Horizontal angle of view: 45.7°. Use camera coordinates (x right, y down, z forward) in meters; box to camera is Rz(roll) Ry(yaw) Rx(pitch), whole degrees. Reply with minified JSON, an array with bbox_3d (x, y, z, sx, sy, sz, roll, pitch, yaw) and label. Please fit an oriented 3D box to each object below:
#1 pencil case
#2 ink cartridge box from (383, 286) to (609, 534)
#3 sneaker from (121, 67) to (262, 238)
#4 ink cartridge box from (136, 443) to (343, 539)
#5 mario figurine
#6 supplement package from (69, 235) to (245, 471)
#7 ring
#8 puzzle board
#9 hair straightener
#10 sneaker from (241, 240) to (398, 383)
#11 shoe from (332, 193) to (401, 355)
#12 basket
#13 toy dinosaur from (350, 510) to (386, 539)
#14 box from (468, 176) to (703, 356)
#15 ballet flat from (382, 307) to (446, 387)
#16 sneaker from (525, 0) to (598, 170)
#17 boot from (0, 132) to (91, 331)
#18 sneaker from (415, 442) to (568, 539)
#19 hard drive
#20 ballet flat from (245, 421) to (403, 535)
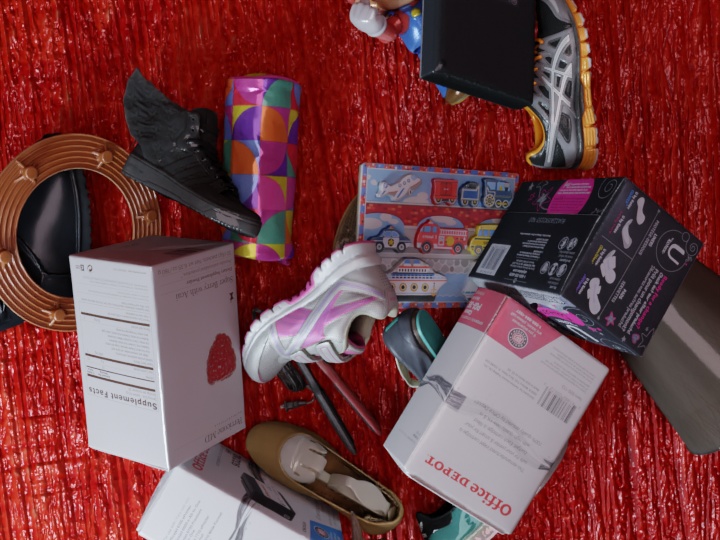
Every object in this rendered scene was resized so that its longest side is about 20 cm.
[{"bbox_3d":[-0.107,-0.106,0.911,0.087,0.088,0.204,3,97,-5],"label":"pencil case"},{"bbox_3d":[0.137,0.142,0.881,0.146,0.083,0.201,34,87,-16],"label":"ink cartridge box"},{"bbox_3d":[-0.168,-0.118,0.863,0.198,0.060,0.105,26,87,18],"label":"sneaker"},{"bbox_3d":[-0.122,0.266,0.909,0.198,0.145,0.084,31,92,-7],"label":"ink cartridge box"},{"bbox_3d":[0.062,-0.273,0.890,0.200,0.124,0.106,43,116,-12],"label":"mario figurine"},{"bbox_3d":[-0.201,0.076,0.866,0.118,0.121,0.203,6,106,32],"label":"supplement package"},{"bbox_3d":[-0.284,-0.037,0.868,0.199,0.019,0.204,-13,108,-44],"label":"ring"},{"bbox_3d":[0.086,-0.035,0.931,0.197,0.017,0.153,1,95,-25],"label":"puzzle board"},{"bbox_3d":[-0.064,0.127,0.954,0.077,0.041,0.201,-38,97,-1],"label":"hair straightener"},{"bbox_3d":[-0.042,0.061,0.870,0.200,0.081,0.089,-42,73,24],"label":"sneaker"},{"bbox_3d":[0.000,0.000,0.945,0.069,0.053,0.203,16,85,11],"label":"shoe"},{"bbox_3d":[0.354,0.067,0.940,0.200,0.136,0.181,43,84,-3],"label":"basket"},{"bbox_3d":[0.045,0.340,0.946,0.200,0.136,0.086,46,108,-1],"label":"toy dinosaur"},{"bbox_3d":[0.221,-0.007,0.871,0.114,0.200,0.133,33,84,-17],"label":"box"},{"bbox_3d":[0.091,0.124,0.954,0.073,0.073,0.201,-39,112,0],"label":"ballet flat"},{"bbox_3d":[0.209,-0.206,0.931,0.076,0.078,0.203,-8,95,5],"label":"sneaker"},{"bbox_3d":[-0.360,-0.032,0.858,0.167,0.076,0.204,-12,103,-43],"label":"boot"},{"bbox_3d":[0.148,0.240,0.966,0.200,0.071,0.080,-42,81,-10],"label":"sneaker"},{"bbox_3d":[0.126,-0.281,0.886,0.138,0.033,0.204,9,80,-34],"label":"hard drive"},{"bbox_3d":[-0.034,0.225,0.951,0.198,0.063,0.069,32,64,-9],"label":"ballet flat"}]
